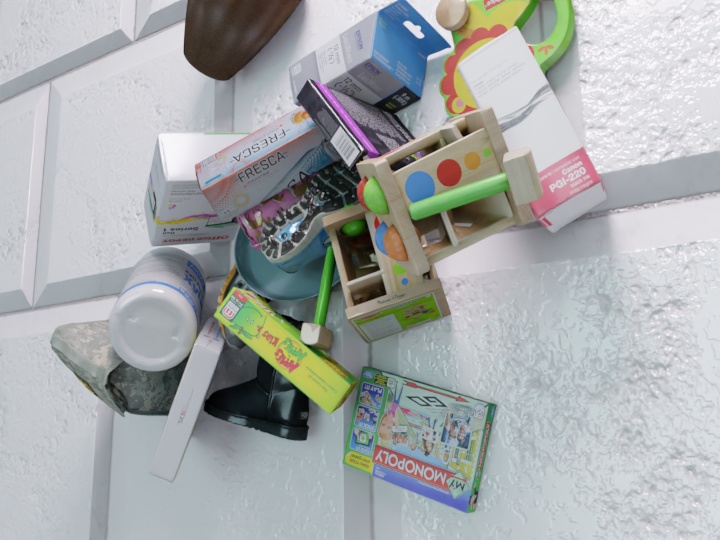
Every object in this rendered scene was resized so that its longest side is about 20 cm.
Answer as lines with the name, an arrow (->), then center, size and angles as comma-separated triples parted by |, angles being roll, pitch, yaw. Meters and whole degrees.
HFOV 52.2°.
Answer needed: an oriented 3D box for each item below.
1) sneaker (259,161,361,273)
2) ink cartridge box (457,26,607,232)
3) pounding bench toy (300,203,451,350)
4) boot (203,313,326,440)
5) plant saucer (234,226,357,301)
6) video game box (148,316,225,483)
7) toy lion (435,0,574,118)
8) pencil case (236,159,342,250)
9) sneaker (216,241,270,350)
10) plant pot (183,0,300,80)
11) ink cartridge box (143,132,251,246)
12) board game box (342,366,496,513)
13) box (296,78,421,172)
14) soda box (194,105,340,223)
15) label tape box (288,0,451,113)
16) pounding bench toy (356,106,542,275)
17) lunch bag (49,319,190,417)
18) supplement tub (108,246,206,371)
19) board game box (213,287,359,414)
sneaker -> -0.050, -0.073, 1.029 | 0.198, 0.090, 0.079 | -38, 60, -8
ink cartridge box -> 0.203, -0.159, 0.859 | 0.084, 0.145, 0.204 | -31, 77, 17
pounding bench toy -> 0.000, 0.000, 0.966 | 0.195, 0.124, 0.160 | -19, 69, 7
boot -> -0.141, 0.149, 1.100 | 0.196, 0.076, 0.173 | 6, 83, 36
plant saucer -> -0.091, -0.040, 1.089 | 0.194, 0.028, 0.205 | -6, 60, 9
video game box -> -0.256, 0.188, 1.117 | 0.046, 0.182, 0.205 | 20, 95, -10
toy lion -> 0.191, -0.290, 0.973 | 0.196, 0.068, 0.197 | -21, 76, 29
pencil case -> -0.093, -0.114, 1.070 | 0.198, 0.084, 0.086 | -37, 31, -9
sneaker -> -0.160, 0.023, 1.126 | 0.075, 0.078, 0.205 | 6, 72, 24
plant pot -> -0.212, -0.426, 1.217 | 0.201, 0.184, 0.189 | -53, 56, 31
ink cartridge box -> -0.249, -0.121, 1.136 | 0.200, 0.141, 0.086 | -50, 51, 56
board game box -> 0.073, 0.217, 0.968 | 0.196, 0.029, 0.138 | 11, 86, 35
box -> 0.021, -0.174, 0.978 | 0.036, 0.197, 0.144 | -50, 58, 25
soda box -> -0.126, -0.150, 1.011 | 0.196, 0.069, 0.064 | -28, 46, 2
label tape box -> 0.018, -0.277, 1.033 | 0.196, 0.142, 0.068 | -21, 68, 29
pounding bench toy -> 0.086, -0.080, 0.776 | 0.153, 0.200, 0.127 | -25, 100, -5
lunch bag -> -0.387, 0.155, 1.192 | 0.162, 0.198, 0.120 | 25, 94, 34
supplement tub -> -0.310, 0.055, 1.145 | 0.133, 0.130, 0.201 | -53, 18, 13
board game box -> -0.096, 0.106, 0.986 | 0.198, 0.102, 0.048 | 39, 90, 8
